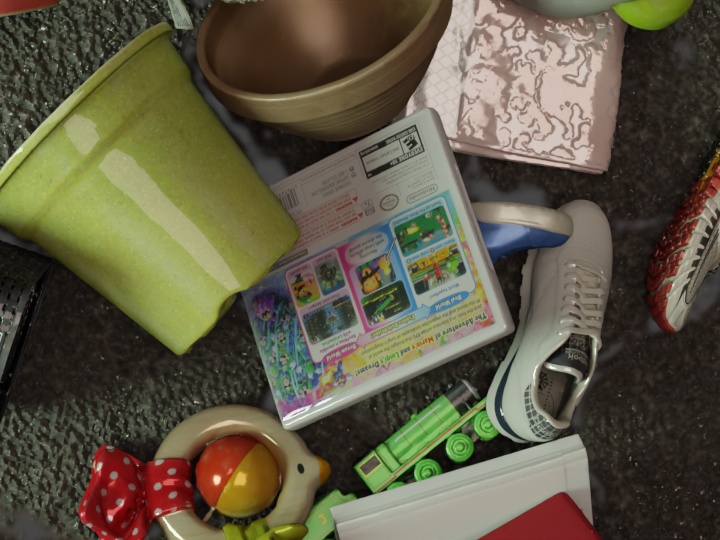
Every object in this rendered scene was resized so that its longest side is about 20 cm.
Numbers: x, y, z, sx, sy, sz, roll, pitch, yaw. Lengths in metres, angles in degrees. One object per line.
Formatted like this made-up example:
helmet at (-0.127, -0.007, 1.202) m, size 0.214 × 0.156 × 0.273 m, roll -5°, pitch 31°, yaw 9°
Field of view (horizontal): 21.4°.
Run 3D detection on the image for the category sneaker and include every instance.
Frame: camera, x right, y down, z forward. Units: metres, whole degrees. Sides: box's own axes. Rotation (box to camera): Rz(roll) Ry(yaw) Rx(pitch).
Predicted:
sneaker at (0.067, 0.006, 1.482) m, size 0.198 × 0.077 × 0.112 m, roll -1°, pitch 85°, yaw 4°
sneaker at (0.163, 0.039, 1.487) m, size 0.076 × 0.080 × 0.202 m, roll 19°, pitch 76°, yaw -15°
sneaker at (0.297, -0.036, 1.517) m, size 0.082 × 0.078 × 0.201 m, roll 33°, pitch 86°, yaw -6°

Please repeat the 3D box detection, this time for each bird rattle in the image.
bird rattle at (-0.114, 0.178, 1.470) m, size 0.199 × 0.113 × 0.163 m, roll 27°, pitch 62°, yaw 22°

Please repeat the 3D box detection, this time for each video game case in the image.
video game case at (0.000, 0.000, 1.444) m, size 0.199 × 0.024 × 0.183 m, roll -25°, pitch 73°, yaw 21°

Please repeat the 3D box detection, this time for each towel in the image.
towel at (0.120, -0.189, 1.522) m, size 0.189 × 0.032 × 0.202 m, roll 8°, pitch 90°, yaw -6°

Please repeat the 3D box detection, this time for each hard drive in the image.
hard drive at (0.082, 0.205, 1.480) m, size 0.198 × 0.026 × 0.133 m, roll -16°, pitch 131°, yaw -7°

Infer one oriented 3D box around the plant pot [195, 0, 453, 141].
plant pot at (-0.017, -0.165, 1.453) m, size 0.200 × 0.201 × 0.093 m, roll -30°, pitch 131°, yaw -5°

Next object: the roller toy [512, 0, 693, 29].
roller toy at (0.172, -0.291, 1.446) m, size 0.181 × 0.140 × 0.202 m, roll 13°, pitch 84°, yaw -17°

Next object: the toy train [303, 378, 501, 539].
toy train at (0.028, 0.160, 1.506) m, size 0.200 × 0.042 × 0.057 m, roll -39°, pitch 83°, yaw -5°

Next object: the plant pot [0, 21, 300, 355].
plant pot at (-0.149, -0.047, 1.402) m, size 0.184 × 0.200 × 0.200 m, roll 45°, pitch 85°, yaw -2°

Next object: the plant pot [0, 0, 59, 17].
plant pot at (-0.307, -0.272, 1.404) m, size 0.199 × 0.200 × 0.179 m, roll -10°, pitch 100°, yaw -6°

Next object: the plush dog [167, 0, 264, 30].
plush dog at (-0.100, -0.295, 1.459) m, size 0.171 × 0.160 × 0.201 m, roll -35°, pitch 87°, yaw -25°

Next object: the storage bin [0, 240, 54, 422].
storage bin at (-0.293, 0.050, 1.383) m, size 0.093 × 0.200 × 0.136 m, roll 19°, pitch 96°, yaw -5°

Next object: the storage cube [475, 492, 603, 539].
storage cube at (0.136, 0.309, 1.417) m, size 0.199 × 0.180 × 0.172 m, roll -28°, pitch 123°, yaw -5°
